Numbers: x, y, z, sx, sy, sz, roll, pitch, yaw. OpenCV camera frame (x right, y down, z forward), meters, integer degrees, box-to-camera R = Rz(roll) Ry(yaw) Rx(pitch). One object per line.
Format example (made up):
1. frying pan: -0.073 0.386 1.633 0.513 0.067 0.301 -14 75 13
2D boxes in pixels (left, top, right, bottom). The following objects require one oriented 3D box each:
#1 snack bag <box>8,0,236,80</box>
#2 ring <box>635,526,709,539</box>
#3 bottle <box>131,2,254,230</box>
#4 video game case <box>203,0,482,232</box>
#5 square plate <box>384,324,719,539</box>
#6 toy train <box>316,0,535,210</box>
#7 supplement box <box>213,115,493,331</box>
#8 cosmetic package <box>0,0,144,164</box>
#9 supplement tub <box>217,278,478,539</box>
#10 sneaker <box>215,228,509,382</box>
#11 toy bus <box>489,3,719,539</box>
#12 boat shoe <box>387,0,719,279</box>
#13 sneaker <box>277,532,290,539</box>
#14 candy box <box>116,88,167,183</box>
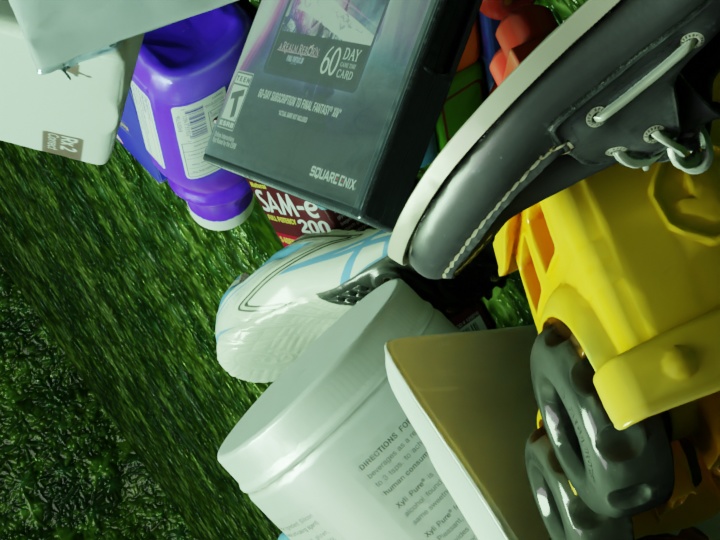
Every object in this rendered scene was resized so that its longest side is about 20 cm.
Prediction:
1. snack bag: -0.076 -0.185 0.709 0.200 0.188 0.021 73 176 -46
2. ring: 0.200 0.162 0.707 0.200 0.019 0.200 29 -170 -5
3. bottle: -0.100 -0.096 1.125 0.065 0.083 0.200 46 162 23
4. video game case: 0.010 -0.120 0.612 0.019 0.200 0.143 19 -178 -28
5. square plate: 0.106 0.112 0.772 0.200 0.028 0.198 -2 -125 -56
6. toy train: 0.008 -0.117 0.711 0.085 0.116 0.200 44 160 34
7. supplement box: -0.001 -0.019 1.028 0.200 0.061 0.109 61 162 -15
8. cosmetic package: -0.177 -0.185 0.871 0.165 0.200 0.165 15 164 -7
9. supplement tub: 0.043 0.117 0.847 0.200 0.132 0.132 47 165 -6
10. sneaker: 0.000 0.000 0.927 0.072 0.200 0.073 34 -135 -41
11. toy bus: 0.106 -0.002 0.658 0.200 0.136 0.192 88 158 -66
12. boat shoe: 0.086 -0.056 0.522 0.063 0.200 0.073 45 -155 3
13. sneaker: 0.016 0.144 0.993 0.079 0.131 0.200 7 176 38
14. candy box: -0.175 -0.185 1.180 0.169 0.077 0.200 43 159 34
